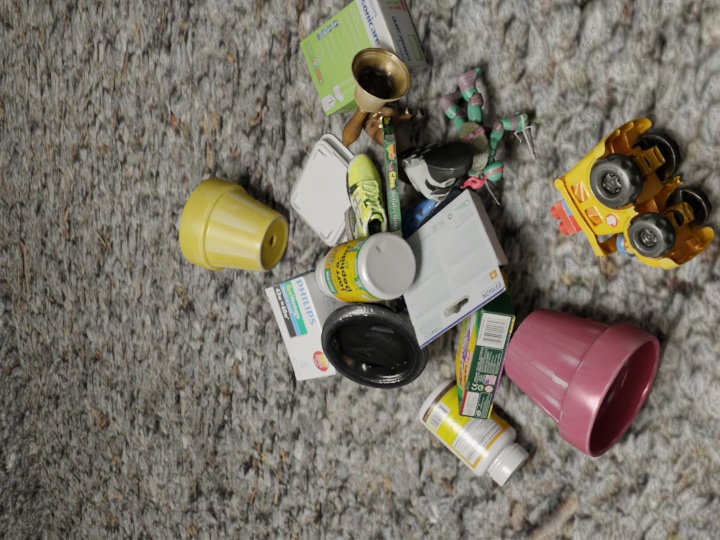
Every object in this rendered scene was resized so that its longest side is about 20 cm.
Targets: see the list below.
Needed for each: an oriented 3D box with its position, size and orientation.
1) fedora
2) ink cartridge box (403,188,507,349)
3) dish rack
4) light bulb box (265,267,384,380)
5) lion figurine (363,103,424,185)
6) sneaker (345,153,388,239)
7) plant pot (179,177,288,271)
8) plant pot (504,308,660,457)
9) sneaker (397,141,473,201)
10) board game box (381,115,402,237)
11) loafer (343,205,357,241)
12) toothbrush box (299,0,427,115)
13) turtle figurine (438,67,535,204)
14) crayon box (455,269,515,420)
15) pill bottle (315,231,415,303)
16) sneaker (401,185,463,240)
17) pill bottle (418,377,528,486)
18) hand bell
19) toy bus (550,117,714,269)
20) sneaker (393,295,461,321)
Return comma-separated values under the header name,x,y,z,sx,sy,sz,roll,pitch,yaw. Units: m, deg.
name,x,y,z,sx,sy,sz,roll,pitch,yaw
fedora,0.030,0.120,1.250,0.197,0.092,0.203,6,123,9
ink cartridge box,0.150,0.001,1.148,0.199,0.040,0.202,-39,51,34
dish rack,-0.068,-0.158,1.409,0.172,0.043,0.201,47,129,19
light bulb box,-0.056,0.089,1.376,0.124,0.199,0.201,-17,93,43
lion figurine,0.073,-0.221,1.239,0.122,0.072,0.203,-20,90,40
sneaker,0.022,-0.124,1.295,0.076,0.074,0.203,168,92,-68
plant pot,-0.269,-0.086,1.525,0.186,0.201,0.204,17,117,18
plant pot,0.332,0.154,1.062,0.178,0.198,0.203,29,123,40
sneaker,0.133,-0.155,1.107,0.089,0.073,0.200,65,168,-18
board game box,0.055,-0.154,1.192,0.023,0.105,0.202,-4,123,3
loafer,0.014,-0.031,1.361,0.063,0.071,0.202,-23,96,55
toothbrush box,0.002,-0.390,1.235,0.199,0.086,0.147,-21,91,45
turtle figurine,0.202,-0.215,1.116,0.149,0.100,0.202,-34,76,43
crayon box,0.207,0.119,1.172,0.057,0.173,0.203,8,115,1
pill bottle,0.000,0.000,1.214,0.199,0.112,0.114,-9,99,59
sneaker,0.114,-0.102,1.240,0.200,0.065,0.079,-53,46,49
pill bottle,0.211,0.301,1.273,0.200,0.109,0.110,41,128,24
hand bell,0.004,-0.276,1.190,0.105,0.103,0.200,55,151,12
toy bus,0.373,-0.084,0.991,0.202,0.135,0.192,60,146,5
sneaker,0.083,0.054,1.308,0.200,0.080,0.147,-38,89,36
